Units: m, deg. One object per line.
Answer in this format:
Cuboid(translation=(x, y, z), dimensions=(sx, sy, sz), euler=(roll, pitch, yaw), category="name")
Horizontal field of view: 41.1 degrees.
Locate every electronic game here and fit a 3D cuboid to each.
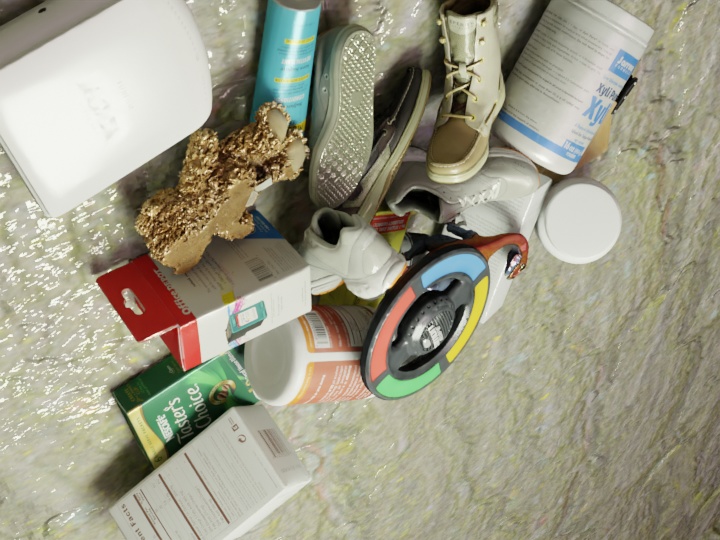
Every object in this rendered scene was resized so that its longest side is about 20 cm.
Cuboid(translation=(0.076, 0.060, 1.082), dimensions=(0.198, 0.041, 0.202), euler=(-32, 141, -29), category="electronic game")

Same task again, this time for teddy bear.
Cuboid(translation=(-0.139, -0.089, 0.969), dimensions=(0.200, 0.067, 0.144), euler=(-48, 154, 12), category="teddy bear")

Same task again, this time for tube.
Cuboid(translation=(-0.079, -0.185, 0.973), dimensions=(0.076, 0.051, 0.202), euler=(-10, 136, -24), category="tube")

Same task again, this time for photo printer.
Cuboid(translation=(-0.224, -0.160, 0.828), dimensions=(0.199, 0.069, 0.168), euler=(-35, 141, -16), category="photo printer")

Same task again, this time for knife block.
Cuboid(translation=(0.280, -0.221, 1.270), dimensions=(0.198, 0.064, 0.177), euler=(-31, 139, -20), category="knife block")

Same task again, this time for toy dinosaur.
Cuboid(translation=(0.126, -0.005, 1.151), dimensions=(0.178, 0.200, 0.107), euler=(-15, 99, -3), category="toy dinosaur")

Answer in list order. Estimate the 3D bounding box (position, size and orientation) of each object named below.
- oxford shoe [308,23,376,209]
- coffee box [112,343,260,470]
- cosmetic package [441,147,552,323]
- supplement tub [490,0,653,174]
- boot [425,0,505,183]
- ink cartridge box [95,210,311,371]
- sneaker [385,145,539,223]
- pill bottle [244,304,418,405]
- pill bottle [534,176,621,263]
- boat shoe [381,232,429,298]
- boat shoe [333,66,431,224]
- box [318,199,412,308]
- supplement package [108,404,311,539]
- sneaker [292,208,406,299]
Cuboid(translation=(-0.026, -0.163, 1.017), dimensions=(0.074, 0.057, 0.203), euler=(-15, 124, -38), category="oxford shoe")
Cuboid(translation=(-0.186, 0.141, 1.148), dimensions=(0.198, 0.044, 0.124), euler=(-31, 140, -21), category="coffee box")
Cuboid(translation=(0.166, -0.046, 1.269), dimensions=(0.071, 0.100, 0.203), euler=(-30, 145, -54), category="cosmetic package")
Cuboid(translation=(0.252, -0.234, 1.176), dimensions=(0.131, 0.132, 0.202), euler=(9, 117, -47), category="supplement tub")
Cuboid(translation=(0.113, -0.210, 1.063), dimensions=(0.156, 0.071, 0.202), euler=(79, 28, -45), category="boot")
Cuboid(translation=(-0.163, 0.025, 1.011), dimensions=(0.198, 0.116, 0.068), euler=(-24, 138, -26), category="ink cartridge box")
Cuboid(translation=(0.118, -0.091, 1.139), dimensions=(0.196, 0.093, 0.076), euler=(-1, 138, -4), category="sneaker")
Cuboid(translation=(-0.029, 0.098, 1.132), dimensions=(0.198, 0.112, 0.114), euler=(3, 121, -41), category="pill bottle")
Cuboid(translation=(0.294, -0.069, 1.305), dimensions=(0.114, 0.113, 0.200), euler=(-53, 176, 8), category="pill bottle")
Cuboid(translation=(0.047, 0.040, 1.263), dimensions=(0.067, 0.073, 0.203), euler=(-3, 116, -32), category="boat shoe")
Cuboid(translation=(0.017, -0.141, 1.081), dimensions=(0.065, 0.072, 0.204), euler=(23, 94, -8), category="boat shoe")
Cuboid(translation=(0.000, 0.000, 1.201), dimensions=(0.074, 0.050, 0.203), euler=(-8, 127, -39), category="box")
Cuboid(translation=(-0.178, 0.269, 1.157), dimensions=(0.199, 0.118, 0.117), euler=(-39, 168, 7), category="supplement package")
Cuboid(translation=(-0.035, -0.029, 1.043), dimensions=(0.076, 0.198, 0.093), euler=(-48, 117, -27), category="sneaker")
